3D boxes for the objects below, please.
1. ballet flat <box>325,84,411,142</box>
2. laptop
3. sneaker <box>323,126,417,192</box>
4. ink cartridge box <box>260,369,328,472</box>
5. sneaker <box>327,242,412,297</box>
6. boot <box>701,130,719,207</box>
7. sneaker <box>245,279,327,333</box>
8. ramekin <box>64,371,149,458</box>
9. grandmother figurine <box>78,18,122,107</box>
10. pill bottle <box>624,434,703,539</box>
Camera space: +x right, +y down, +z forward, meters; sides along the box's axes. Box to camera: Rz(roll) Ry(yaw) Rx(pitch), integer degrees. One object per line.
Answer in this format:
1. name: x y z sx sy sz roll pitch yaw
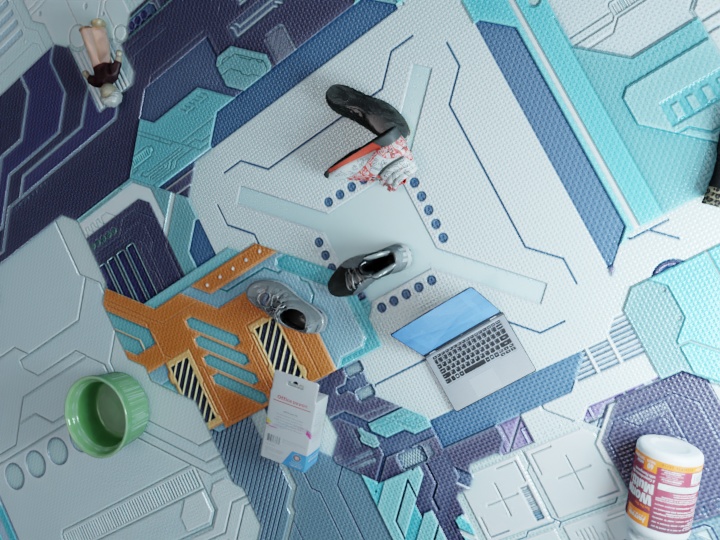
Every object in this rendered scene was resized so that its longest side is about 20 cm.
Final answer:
1. ballet flat: 0.018 -0.316 1.346 0.199 0.057 0.067 33 92 10
2. laptop: 0.196 0.156 1.275 0.186 0.116 0.201 -32 83 23
3. sneaker: 0.021 -0.195 1.338 0.200 0.067 0.108 -24 107 37
4. ink cartridge box: -0.140 0.318 1.457 0.114 0.068 0.203 15 101 20
5. sneaker: 0.000 0.000 1.341 0.199 0.115 0.076 -27 85 22
6. boot: 0.663 -0.155 1.072 0.198 0.073 0.152 20 102 24
7. sneaker: -0.167 0.075 1.436 0.198 0.082 0.076 22 103 19
8. ramekin: -0.617 0.346 1.642 0.198 0.098 0.203 2 96 22
9. grandmother figurine: -0.611 -0.480 1.581 0.120 0.060 0.202 -20 85 32
10. pill bottle: 0.523 0.400 1.166 0.108 0.109 0.203 9 99 21
